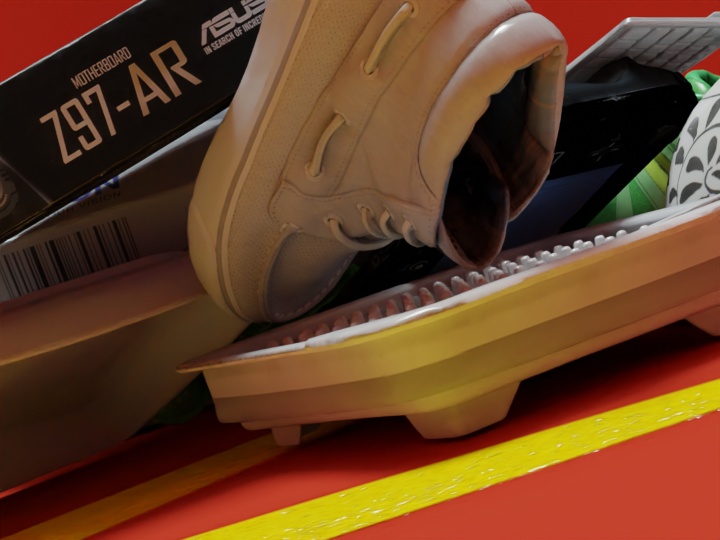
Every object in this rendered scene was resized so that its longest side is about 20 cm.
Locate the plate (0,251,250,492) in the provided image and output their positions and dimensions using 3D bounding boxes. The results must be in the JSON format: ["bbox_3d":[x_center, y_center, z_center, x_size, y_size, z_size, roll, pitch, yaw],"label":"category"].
[{"bbox_3d":[-0.142,0.051,0.796,0.199,0.032,0.200,-20,-14,-36],"label":"plate"}]

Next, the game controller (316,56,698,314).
[{"bbox_3d":[0.053,-0.017,0.822,0.104,0.042,0.200,-24,-16,-37],"label":"game controller"}]

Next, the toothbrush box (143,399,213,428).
[{"bbox_3d":[-0.166,0.020,0.999,0.199,0.147,0.086,-19,2,-22],"label":"toothbrush box"}]

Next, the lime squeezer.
[{"bbox_3d":[-0.076,0.048,0.932,0.199,0.038,0.071,-22,-1,15],"label":"lime squeezer"}]

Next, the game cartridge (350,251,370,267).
[{"bbox_3d":[0.000,0.000,0.973,0.129,0.039,0.200,-19,-16,17],"label":"game cartridge"}]

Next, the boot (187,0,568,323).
[{"bbox_3d":[0.004,-0.027,0.668,0.073,0.096,0.201,-25,-29,-32],"label":"boot"}]

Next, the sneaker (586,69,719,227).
[{"bbox_3d":[0.146,-0.044,0.905,0.199,0.084,0.074,-16,0,17],"label":"sneaker"}]

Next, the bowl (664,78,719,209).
[{"bbox_3d":[0.190,-0.056,0.745,0.200,0.095,0.201,-18,2,1],"label":"bowl"}]

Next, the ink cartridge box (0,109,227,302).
[{"bbox_3d":[-0.073,-0.067,0.888,0.198,0.041,0.200,-18,29,0],"label":"ink cartridge box"}]

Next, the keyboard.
[{"bbox_3d":[0.086,-0.066,0.849,0.056,0.011,0.200,-9,-13,-25],"label":"keyboard"}]

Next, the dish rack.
[{"bbox_3d":[0.042,0.020,0.693,0.171,0.044,0.200,-20,3,-25],"label":"dish rack"}]

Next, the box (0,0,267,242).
[{"bbox_3d":[-0.087,-0.061,0.735,0.199,0.044,0.160,-33,6,-17],"label":"box"}]
